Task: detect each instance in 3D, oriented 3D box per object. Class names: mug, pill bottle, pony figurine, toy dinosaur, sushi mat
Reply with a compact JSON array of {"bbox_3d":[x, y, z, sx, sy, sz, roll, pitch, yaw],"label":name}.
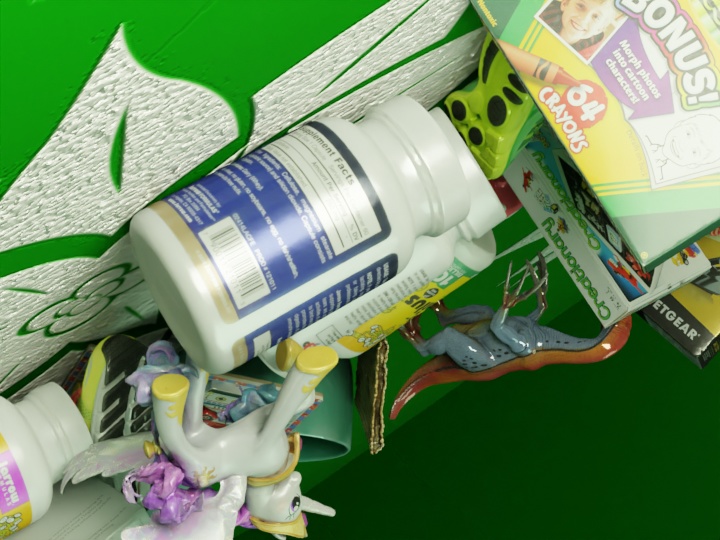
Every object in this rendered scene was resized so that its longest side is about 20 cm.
[{"bbox_3d":[-0.085,0.103,1.482,0.151,0.115,0.185,-2,162,11],"label":"mug"},{"bbox_3d":[-0.036,-0.028,1.036,0.199,0.116,0.116,-28,170,-16],"label":"pill bottle"},{"bbox_3d":[-0.003,-0.025,1.164,0.200,0.114,0.113,-32,170,2],"label":"pill bottle"},{"bbox_3d":[-0.106,0.132,1.115,0.192,0.167,0.201,-10,133,-15],"label":"pony figurine"},{"bbox_3d":[0.000,0.000,1.300,0.200,0.113,0.113,-35,170,18],"label":"pill bottle"},{"bbox_3d":[0.131,0.056,1.344,0.105,0.181,0.201,-36,142,-48],"label":"toy dinosaur"},{"bbox_3d":[0.009,0.090,1.412,0.012,0.096,0.200,3,-172,-4],"label":"sushi mat"},{"bbox_3d":[-0.297,0.156,1.179,0.200,0.104,0.104,-27,169,-28],"label":"pill bottle"}]

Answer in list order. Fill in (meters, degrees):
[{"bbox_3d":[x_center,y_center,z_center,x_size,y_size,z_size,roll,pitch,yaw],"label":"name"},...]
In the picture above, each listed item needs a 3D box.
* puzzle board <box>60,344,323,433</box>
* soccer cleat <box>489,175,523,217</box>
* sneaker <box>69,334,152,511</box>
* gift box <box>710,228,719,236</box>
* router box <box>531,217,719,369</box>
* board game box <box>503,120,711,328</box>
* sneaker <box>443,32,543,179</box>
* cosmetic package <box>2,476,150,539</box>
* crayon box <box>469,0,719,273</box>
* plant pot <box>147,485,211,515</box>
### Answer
[{"bbox_3d":[-0.150,0.116,1.350,0.199,0.017,0.151,13,151,-20],"label":"puzzle board"},{"bbox_3d":[0.136,-0.086,1.445,0.200,0.067,0.076,-33,170,-12],"label":"soccer cleat"},{"bbox_3d":[-0.204,0.117,1.266,0.078,0.090,0.201,-37,150,-36],"label":"sneaker"},{"bbox_3d":[0.265,-0.131,1.253,0.200,0.187,0.185,-26,168,-36],"label":"gift box"},{"bbox_3d":[0.270,-0.040,1.392,0.157,0.200,0.052,-48,157,0],"label":"router box"},{"bbox_3d":[0.187,-0.062,1.312,0.126,0.200,0.035,-22,165,-43],"label":"board game box"},{"bbox_3d":[0.118,-0.126,1.152,0.083,0.074,0.200,-24,168,-20],"label":"sneaker"},{"bbox_3d":[-0.251,0.207,1.262,0.113,0.200,0.081,-41,130,-25],"label":"cosmetic package"},{"bbox_3d":[0.192,-0.129,0.990,0.172,0.200,0.058,-33,170,7],"label":"crayon box"},{"bbox_3d":[-0.230,0.218,1.470,0.161,0.201,0.201,-45,170,0],"label":"plant pot"}]
